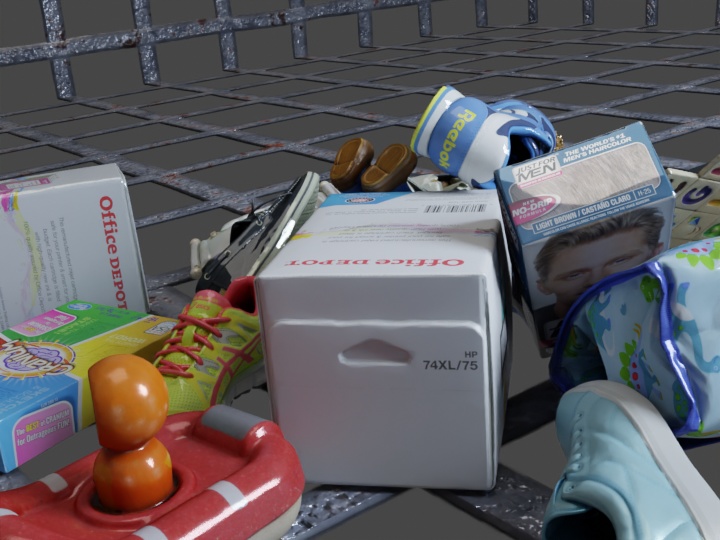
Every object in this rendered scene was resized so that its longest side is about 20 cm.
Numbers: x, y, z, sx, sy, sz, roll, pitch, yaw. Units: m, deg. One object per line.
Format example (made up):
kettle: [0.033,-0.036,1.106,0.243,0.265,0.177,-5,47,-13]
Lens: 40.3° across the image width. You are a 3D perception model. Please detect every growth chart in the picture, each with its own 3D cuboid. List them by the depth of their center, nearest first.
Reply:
growth chart: [-0.107,-0.048,1.097,0.198,0.018,0.145,-24,21,4]

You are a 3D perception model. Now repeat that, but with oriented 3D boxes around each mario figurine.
mario figurine: [0.059,-0.042,0.861,0.105,0.200,0.124,-31,40,9]

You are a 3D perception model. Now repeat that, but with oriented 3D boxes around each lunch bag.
lunch bag: [0.233,0.048,0.647,0.168,0.129,0.200,-9,-7,-11]

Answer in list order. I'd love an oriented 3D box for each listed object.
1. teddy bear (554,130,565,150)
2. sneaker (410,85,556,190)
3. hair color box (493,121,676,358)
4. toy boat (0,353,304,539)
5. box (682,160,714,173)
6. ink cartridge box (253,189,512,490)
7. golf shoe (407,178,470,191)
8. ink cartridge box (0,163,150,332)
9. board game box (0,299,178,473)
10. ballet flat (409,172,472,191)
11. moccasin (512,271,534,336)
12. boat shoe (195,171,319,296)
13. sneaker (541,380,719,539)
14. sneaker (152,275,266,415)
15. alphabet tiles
teddy bear: [0.178,-0.082,0.988,0.066,0.146,0.201,-4,33,9]
sneaker: [0.119,-0.096,0.801,0.082,0.075,0.199,34,22,27]
hair color box: [0.157,-0.011,0.684,0.099,0.200,0.061,-19,61,5]
toy boat: [-0.129,0.110,0.549,0.130,0.132,0.199,10,24,40]
box: [0.379,-0.044,0.943,0.140,0.080,0.199,-20,23,-29]
ink cartridge box: [0.029,0.038,0.691,0.145,0.148,0.200,0,19,13]
golf shoe: [0.038,-0.055,1.044,0.198,0.098,0.078,2,22,24]
ink cartridge box: [-0.311,-0.011,0.932,0.198,0.146,0.085,-10,18,-14]
board game box: [-0.256,0.085,0.799,0.152,0.041,0.200,7,22,33]
ballet flat: [0.092,-0.087,1.127,0.198,0.074,0.073,-6,17,-27]
moccasin: [0.164,0.001,0.883,0.080,0.069,0.200,-9,18,-11]
boat shoe: [-0.095,-0.032,0.962,0.062,0.075,0.201,23,52,10]
sneaker: [0.132,0.119,0.542,0.081,0.075,0.200,-5,18,-8]
sneaker: [-0.125,0.064,0.750,0.077,0.091,0.200,4,22,22]
alphabet tiles: [0.273,-0.035,0.781,0.198,0.167,0.006,5,53,-35]
